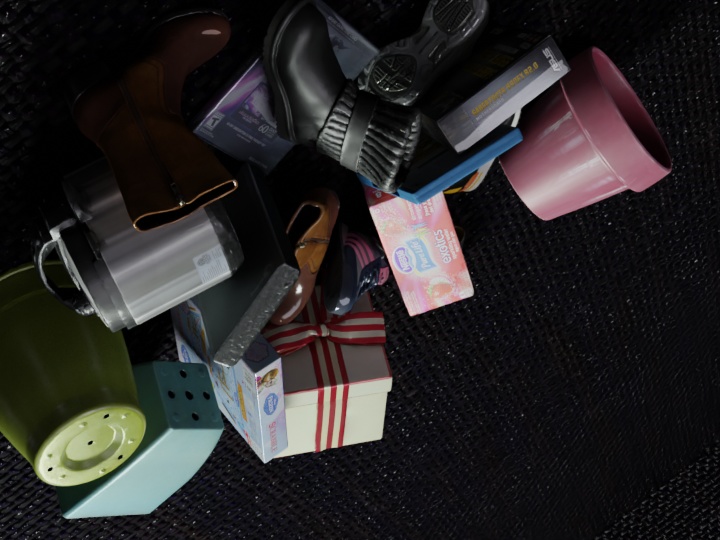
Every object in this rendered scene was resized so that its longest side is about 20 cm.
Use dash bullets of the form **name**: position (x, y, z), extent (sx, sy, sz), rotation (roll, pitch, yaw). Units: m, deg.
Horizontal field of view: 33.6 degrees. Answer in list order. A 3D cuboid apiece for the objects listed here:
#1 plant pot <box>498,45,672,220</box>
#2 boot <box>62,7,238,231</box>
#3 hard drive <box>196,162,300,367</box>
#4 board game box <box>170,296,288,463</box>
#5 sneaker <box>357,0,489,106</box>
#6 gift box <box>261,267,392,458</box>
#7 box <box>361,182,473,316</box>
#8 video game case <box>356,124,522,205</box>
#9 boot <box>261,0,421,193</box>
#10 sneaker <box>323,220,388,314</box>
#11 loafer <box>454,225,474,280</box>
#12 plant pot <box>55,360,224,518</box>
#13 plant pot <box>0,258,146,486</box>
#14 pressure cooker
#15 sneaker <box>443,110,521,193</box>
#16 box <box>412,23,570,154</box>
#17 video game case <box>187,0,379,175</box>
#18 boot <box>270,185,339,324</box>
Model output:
- **plant pot**: position (0.290, -0.167, 1.598), extent (0.178, 0.202, 0.199), rotation (-34, 151, 23)
- **boot**: position (-0.171, -0.151, 1.142), extent (0.187, 0.201, 0.069), rotation (-27, 146, -16)
- **hard drive**: position (-0.133, -0.009, 1.317), extent (0.033, 0.201, 0.140), rotation (23, 115, -32)
- **board game box**: position (-0.165, 0.108, 1.467), extent (0.041, 0.200, 0.201), rotation (-31, 148, -23)
- **sneaker**: position (0.082, -0.246, 1.392), extent (0.200, 0.078, 0.099), rotation (-41, 164, 18)
- **gift box**: position (-0.066, 0.115, 1.599), extent (0.182, 0.202, 0.188), rotation (-12, 145, -13)
- **box**: position (0.072, -0.053, 1.529), extent (0.094, 0.103, 0.201), rotation (-19, 132, 4)
- **video game case**: position (0.086, -0.131, 1.381), extent (0.142, 0.200, 0.018), rotation (-33, 109, -10)
- **boot**: position (-0.013, -0.184, 1.253), extent (0.080, 0.157, 0.212), rotation (-53, 158, -24)
- **sneaker**: position (0.000, 0.000, 1.496), extent (0.081, 0.201, 0.071), rotation (20, 116, -9)
- **loafer**: position (0.125, -0.030, 1.702), extent (0.072, 0.073, 0.200), rotation (-45, 148, 3)
- **plant pot**: position (-0.271, 0.199, 1.476), extent (0.199, 0.143, 0.140), rotation (-35, 153, 33)
- **plant pot**: position (-0.335, 0.127, 1.332), extent (0.199, 0.194, 0.202), rotation (-25, 146, -18)
- **pressure cooker**: position (-0.239, -0.036, 1.231), extent (0.198, 0.179, 0.177), rotation (-28, 106, -9)
- **sneaker**: position (0.137, -0.176, 1.532), extent (0.089, 0.070, 0.201), rotation (-14, 143, -37)
- **box**: position (0.138, -0.215, 1.383), extent (0.158, 0.200, 0.049), rotation (-37, 108, 1)
- **video game case**: position (-0.083, -0.205, 1.332), extent (0.200, 0.019, 0.142), rotation (-45, 147, 12)
- **boot**: position (-0.076, -0.003, 1.407), extent (0.190, 0.068, 0.200), rotation (-60, -176, 11)
